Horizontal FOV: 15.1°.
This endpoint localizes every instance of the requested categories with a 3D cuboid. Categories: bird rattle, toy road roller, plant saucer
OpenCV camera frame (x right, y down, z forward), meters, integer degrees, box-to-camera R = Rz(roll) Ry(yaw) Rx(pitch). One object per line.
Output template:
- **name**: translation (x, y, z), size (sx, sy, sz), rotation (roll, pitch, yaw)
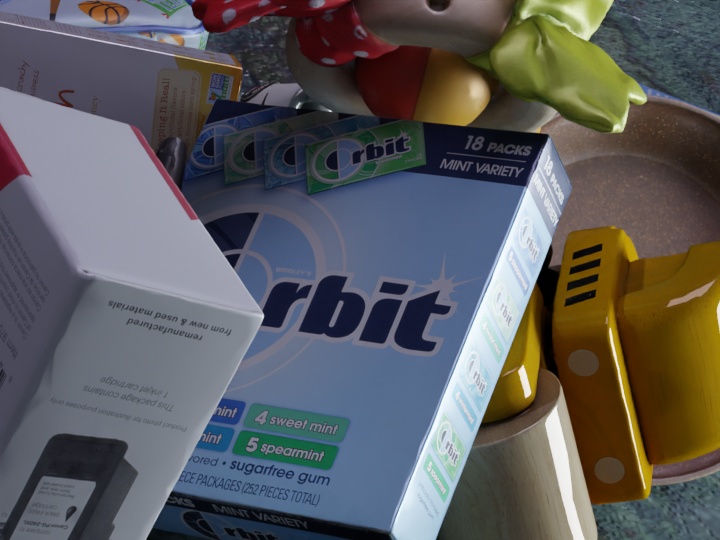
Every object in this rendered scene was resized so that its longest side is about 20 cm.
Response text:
- **bird rattle**: translation (0.025, -0.095, 1.200), size (0.199, 0.163, 0.113), rotation (1, 68, -3)
- **toy road roller**: translation (0.109, 0.054, 1.243), size (0.145, 0.123, 0.200), rotation (-9, 27, 14)
- **plant saucer**: translation (0.139, 0.011, 1.395), size (0.199, 0.201, 0.037), rotation (15, -12, -12)

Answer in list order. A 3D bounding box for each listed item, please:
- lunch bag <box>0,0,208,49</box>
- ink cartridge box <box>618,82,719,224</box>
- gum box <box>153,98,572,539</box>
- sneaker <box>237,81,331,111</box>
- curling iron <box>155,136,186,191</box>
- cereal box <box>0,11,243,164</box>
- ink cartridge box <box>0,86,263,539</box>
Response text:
- **lunch bag**: translation (-0.182, -0.126, 1.400), size (0.199, 0.076, 0.160), rotation (-4, 32, -28)
- **ink cartridge box**: translation (0.087, -0.050, 1.483), size (0.199, 0.137, 0.076), rotation (21, 22, 1)
- **gum box**: translation (-0.021, 0.024, 1.171), size (0.169, 0.045, 0.201), rotation (7, 59, 28)
- **sneaker**: translation (0.000, 0.000, 1.292), size (0.074, 0.088, 0.200), rotation (-39, 100, -33)
- **curling iron**: translation (-0.105, 0.022, 1.162), size (0.049, 0.026, 0.201), rotation (-3, 54, 26)
- **cereal box**: translation (-0.165, -0.046, 1.259), size (0.199, 0.145, 0.040), rotation (9, 13, -13)
- **ink cartridge box**: translation (-0.137, 0.053, 1.036), size (0.083, 0.201, 0.145), rotation (14, 25, -35)
